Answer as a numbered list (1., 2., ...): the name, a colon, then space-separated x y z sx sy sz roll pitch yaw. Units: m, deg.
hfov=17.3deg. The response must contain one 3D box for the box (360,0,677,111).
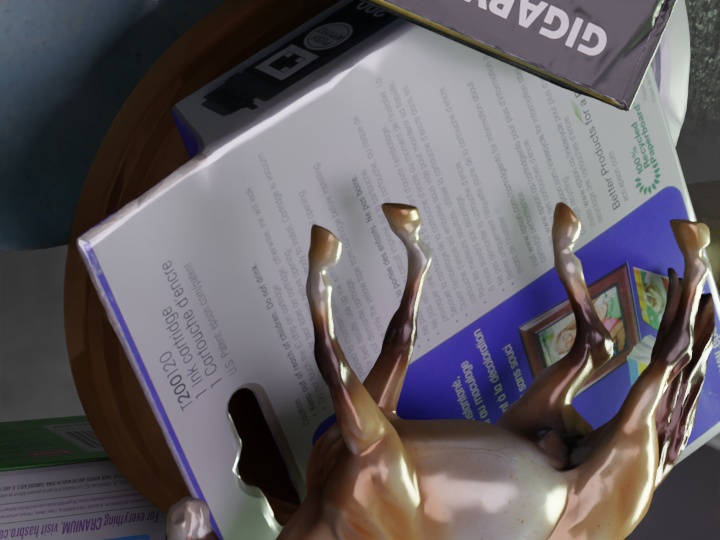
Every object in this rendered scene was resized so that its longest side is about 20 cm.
1. box: 0.015 -0.152 0.634 0.200 0.049 0.160 21 94 -25

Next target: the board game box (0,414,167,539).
1. board game box: -0.143 0.151 0.771 0.153 0.040 0.200 -1 107 -44

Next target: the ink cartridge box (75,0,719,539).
1. ink cartridge box: 0.019 0.013 0.734 0.200 0.043 0.198 -34 122 -23

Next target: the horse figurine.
1. horse figurine: 0.037 0.046 0.700 0.200 0.050 0.133 -3 107 -34

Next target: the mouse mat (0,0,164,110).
1. mouse mat: -0.086 -0.139 0.731 0.200 0.008 0.161 31 84 -46

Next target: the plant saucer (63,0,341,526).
1. plant saucer: 0.000 0.000 0.767 0.200 0.037 0.200 -12 113 -32

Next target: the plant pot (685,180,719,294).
1. plant pot: 0.226 0.060 1.003 0.177 0.200 0.200 -25 124 -50

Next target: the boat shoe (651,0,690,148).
1. boat shoe: 0.063 -0.031 0.882 0.066 0.072 0.200 -2 116 -49

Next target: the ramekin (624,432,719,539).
1. ramekin: 0.142 0.131 0.909 0.105 0.200 0.200 -26 124 -50

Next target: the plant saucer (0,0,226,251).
1. plant saucer: -0.095 -0.107 0.703 0.201 0.039 0.201 -19 120 -38
